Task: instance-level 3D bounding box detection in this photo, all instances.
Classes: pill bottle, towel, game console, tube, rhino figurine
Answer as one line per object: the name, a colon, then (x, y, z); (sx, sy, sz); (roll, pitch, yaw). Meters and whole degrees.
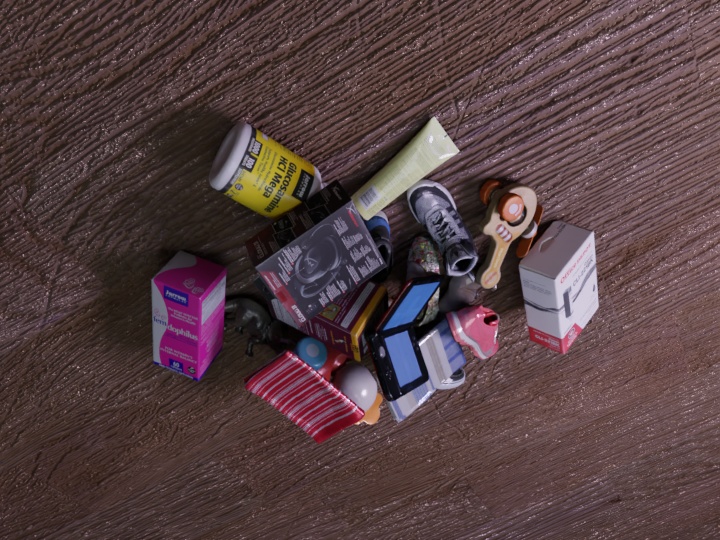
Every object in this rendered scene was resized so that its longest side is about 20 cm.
pill bottle: (-0.135, -0.141, 1.020); (0.197, 0.114, 0.113); (28, 119, -27)
towel: (-0.102, 0.233, 1.147); (0.199, 0.023, 0.143); (42, 126, -20)
towel: (0.123, 0.197, 1.261); (0.198, 0.024, 0.149); (-38, 129, -16)
game console: (0.100, 0.113, 1.101); (0.116, 0.177, 0.199); (-22, 172, 24)
tube: (0.071, -0.167, 1.078); (0.199, 0.053, 0.058); (-39, 156, 16)
rhino figurine: (0.200, 0.060, 1.261); (0.085, 0.061, 0.203); (4, 134, -18)

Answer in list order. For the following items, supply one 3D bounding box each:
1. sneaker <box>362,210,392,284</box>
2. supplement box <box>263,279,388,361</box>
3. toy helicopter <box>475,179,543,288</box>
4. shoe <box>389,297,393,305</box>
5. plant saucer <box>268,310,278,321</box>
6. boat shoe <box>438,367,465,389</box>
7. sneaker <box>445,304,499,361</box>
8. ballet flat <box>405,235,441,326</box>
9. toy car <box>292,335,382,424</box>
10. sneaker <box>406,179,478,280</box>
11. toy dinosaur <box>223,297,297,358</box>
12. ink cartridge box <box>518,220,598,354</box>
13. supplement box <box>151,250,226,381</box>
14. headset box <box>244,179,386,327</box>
sneaker: (-0.001, 0.000, 1.149); (0.075, 0.113, 0.202); (18, 123, -22)
supplement box: (-0.059, 0.057, 1.116); (0.196, 0.111, 0.087); (24, 148, 23)
toy helicopter: (0.267, -0.060, 1.156); (0.129, 0.079, 0.205); (4, 115, -28)
shoe: (0.069, 0.154, 1.278); (0.068, 0.054, 0.206); (-10, 107, 12)
plant saucer: (-0.086, 0.085, 1.261); (0.194, 0.019, 0.071); (5, 126, -13)
boat shoe: (0.146, 0.196, 1.347); (0.195, 0.073, 0.072); (17, 128, -18)
sneaker: (0.245, 0.120, 1.244); (0.085, 0.075, 0.199); (-29, 148, 21)
ballet flat: (0.117, 0.031, 1.213); (0.064, 0.075, 0.204); (-38, 136, -32)
toy car: (-0.042, 0.218, 1.206); (0.175, 0.201, 0.185); (-34, 169, -35)
sneaker: (0.154, -0.067, 1.121); (0.074, 0.115, 0.200); (-31, 126, 16)
toy dinosaur: (-0.210, 0.098, 1.226); (0.200, 0.077, 0.102); (45, 113, 1)
ink cartridge box: (0.384, 0.032, 1.212); (0.144, 0.083, 0.203); (-43, 132, -26)
supplement box: (-0.313, 0.084, 1.153); (0.098, 0.104, 0.204); (18, 125, 9)
headset box: (-0.077, -0.019, 1.001); (0.197, 0.078, 0.150); (-34, 130, -1)
